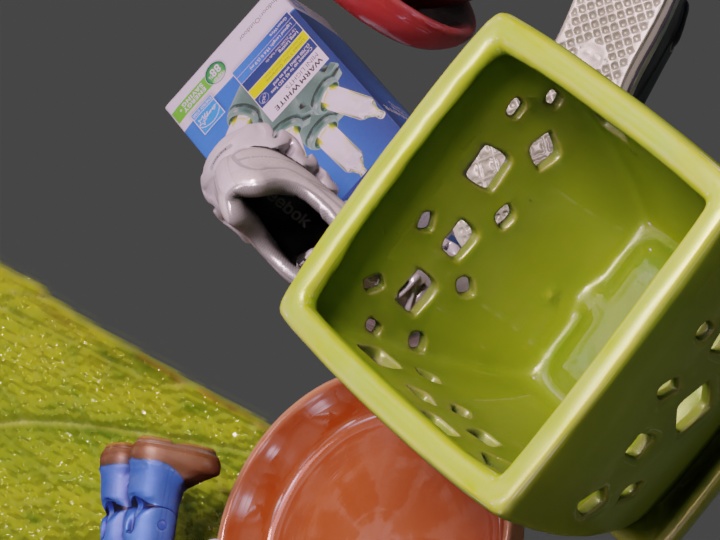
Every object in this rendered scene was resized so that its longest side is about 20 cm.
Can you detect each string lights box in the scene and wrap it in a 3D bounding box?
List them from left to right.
[{"bbox_3d":[-0.019,-0.065,1.703,0.103,0.059,0.200,-48,50,10],"label":"string lights box"}]

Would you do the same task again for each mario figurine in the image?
[{"bbox_3d":[-0.116,0.201,1.652,0.106,0.123,0.200,8,76,6],"label":"mario figurine"}]

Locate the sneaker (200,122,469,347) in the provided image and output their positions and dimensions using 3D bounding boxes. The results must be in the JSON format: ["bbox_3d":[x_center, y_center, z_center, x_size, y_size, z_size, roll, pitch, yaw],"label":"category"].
[{"bbox_3d":[0.000,0.000,1.582,0.075,0.200,0.081,-56,11,9],"label":"sneaker"}]

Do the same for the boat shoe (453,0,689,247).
[{"bbox_3d":[0.119,-0.090,1.605,0.075,0.062,0.200,32,95,22],"label":"boat shoe"}]

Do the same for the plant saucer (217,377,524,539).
[{"bbox_3d":[0.006,0.152,1.611,0.200,0.032,0.200,-16,62,31],"label":"plant saucer"}]

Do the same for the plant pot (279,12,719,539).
[{"bbox_3d":[0.116,0.020,1.482,0.200,0.181,0.199,-54,49,6],"label":"plant pot"}]

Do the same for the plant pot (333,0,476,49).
[{"bbox_3d":[0.038,-0.241,1.644,0.182,0.200,0.200,-45,51,18],"label":"plant pot"}]
